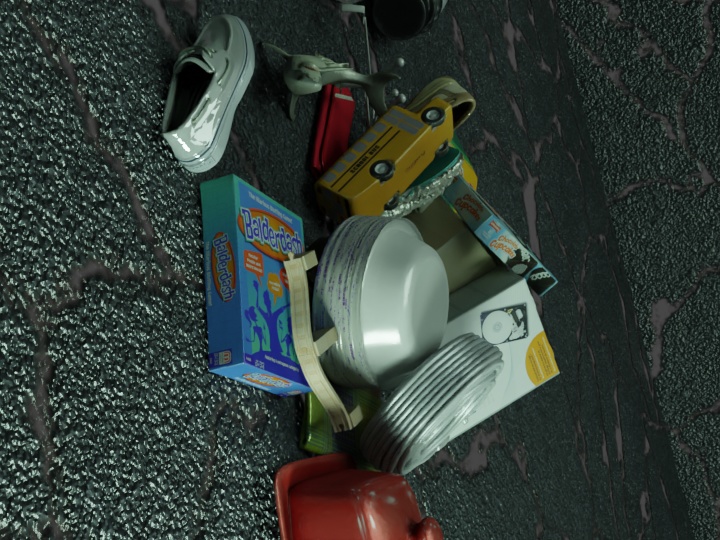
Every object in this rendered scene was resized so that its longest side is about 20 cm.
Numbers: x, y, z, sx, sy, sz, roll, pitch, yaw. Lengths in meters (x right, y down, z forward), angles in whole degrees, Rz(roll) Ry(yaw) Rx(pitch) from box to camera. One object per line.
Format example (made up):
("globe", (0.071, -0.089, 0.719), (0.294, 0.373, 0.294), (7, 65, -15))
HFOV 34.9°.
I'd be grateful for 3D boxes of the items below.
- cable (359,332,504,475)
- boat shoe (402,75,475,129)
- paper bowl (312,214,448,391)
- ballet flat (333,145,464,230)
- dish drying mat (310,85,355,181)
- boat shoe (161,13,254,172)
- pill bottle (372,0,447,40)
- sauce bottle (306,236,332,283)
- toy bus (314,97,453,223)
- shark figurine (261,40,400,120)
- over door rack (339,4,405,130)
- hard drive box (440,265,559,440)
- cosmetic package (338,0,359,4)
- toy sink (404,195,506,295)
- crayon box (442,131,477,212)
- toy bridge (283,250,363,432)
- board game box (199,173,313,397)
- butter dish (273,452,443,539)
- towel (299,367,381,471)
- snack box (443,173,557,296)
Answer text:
("cable", (0.084, 0.153, 1.321), (0.069, 0.200, 0.200), (44, 37, 14))
("boat shoe", (0.067, -0.176, 1.534), (0.065, 0.200, 0.071), (48, 4, 42))
("paper bowl", (0.033, 0.038, 1.315), (0.200, 0.104, 0.202), (-13, 104, -62))
("ballet flat", (0.050, -0.093, 1.492), (0.072, 0.199, 0.072), (53, -16, 22))
("dish drying mat", (-0.035, -0.180, 1.513), (0.201, 0.018, 0.077), (-83, 154, -42))
("boat shoe", (-0.156, -0.198, 1.166), (0.067, 0.073, 0.201), (52, 33, -49))
("pill bottle", (0.081, -0.439, 1.820), (0.112, 0.111, 0.200), (66, 25, -23))
("sauce bottle", (0.000, 0.000, 1.430), (0.200, 0.066, 0.066), (11, 66, -64))
("toy bus", (0.035, -0.141, 1.446), (0.200, 0.078, 0.065), (-48, 149, -24))
("shark figurine", (-0.052, -0.225, 1.424), (0.214, 0.128, 0.090), (-8, 120, -59))
("over door rack", (0.025, -0.252, 1.597), (0.200, 0.066, 0.149), (63, 22, -55))
("hard drive box", (0.147, 0.113, 1.536), (0.157, 0.199, 0.077), (65, -14, -22))
("cosmetic package", (0.021, -0.485, 1.590), (0.165, 0.199, 0.166), (-22, 97, -67))
("toy sink", (0.116, -0.025, 1.592), (0.200, 0.112, 0.131), (45, 8, -51))
("crayon box", (0.133, -0.125, 1.824), (0.119, 0.058, 0.201), (59, 27, -34))
("toy bridge", (-0.046, 0.076, 1.210), (0.067, 0.027, 0.201), (-35, 110, -66))
("board game box", (-0.106, 0.019, 1.196), (0.152, 0.045, 0.201), (30, 49, -60))
("butter dish", (0.015, 0.286, 1.186), (0.199, 0.147, 0.201), (8, 70, -66))
("towel", (-0.020, 0.164, 1.344), (0.200, 0.023, 0.145), (35, 46, -57))
("snack box", (0.185, -0.051, 1.558), (0.200, 0.037, 0.116), (38, 13, -46))
